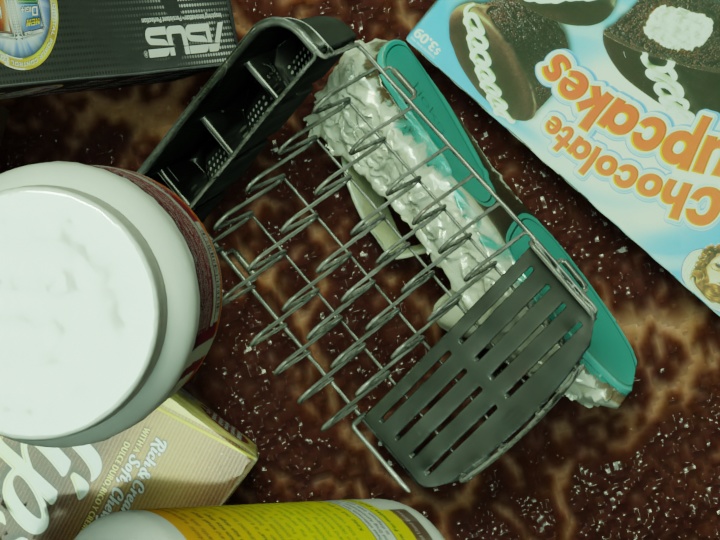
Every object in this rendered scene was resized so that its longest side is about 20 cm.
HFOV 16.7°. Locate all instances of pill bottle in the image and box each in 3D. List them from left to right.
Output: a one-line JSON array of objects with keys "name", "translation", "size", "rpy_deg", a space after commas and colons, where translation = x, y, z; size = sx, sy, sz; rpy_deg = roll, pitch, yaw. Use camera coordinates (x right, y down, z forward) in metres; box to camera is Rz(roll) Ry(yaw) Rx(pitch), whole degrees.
[{"name": "pill bottle", "translation": [-0.115, 0.012, 0.971], "size": [0.109, 0.200, 0.111], "rpy_deg": [0, 91, 1]}, {"name": "pill bottle", "translation": [-0.056, 0.154, 1.034], "size": [0.199, 0.109, 0.110], "rpy_deg": [2, 92, -41]}]

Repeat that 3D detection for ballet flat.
[{"name": "ballet flat", "translation": [0.046, -0.014, 1.109], "size": [0.072, 0.072, 0.201], "rpy_deg": [-36, 90, -1]}]

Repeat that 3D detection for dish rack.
[{"name": "dish rack", "translation": [0.000, 0.000, 1.063], "size": [0.200, 0.054, 0.153], "rpy_deg": [48, 127, 7]}]

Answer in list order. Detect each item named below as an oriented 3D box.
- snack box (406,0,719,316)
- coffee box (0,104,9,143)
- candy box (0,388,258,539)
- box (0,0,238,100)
[{"name": "snack box", "translation": [0.133, -0.083, 1.095], "size": [0.200, 0.037, 0.116], "rpy_deg": [41, 113, -3]}, {"name": "coffee box", "translation": [-0.266, -0.043, 1.047], "size": [0.199, 0.080, 0.115], "rpy_deg": [13, 83, 17]}, {"name": "candy box", "translation": [-0.157, 0.067, 1.100], "size": [0.200, 0.055, 0.116], "rpy_deg": [38, 90, -1]}, {"name": "box", "translation": [-0.135, -0.155, 1.029], "size": [0.044, 0.200, 0.162], "rpy_deg": [-12, 91, 32]}]
